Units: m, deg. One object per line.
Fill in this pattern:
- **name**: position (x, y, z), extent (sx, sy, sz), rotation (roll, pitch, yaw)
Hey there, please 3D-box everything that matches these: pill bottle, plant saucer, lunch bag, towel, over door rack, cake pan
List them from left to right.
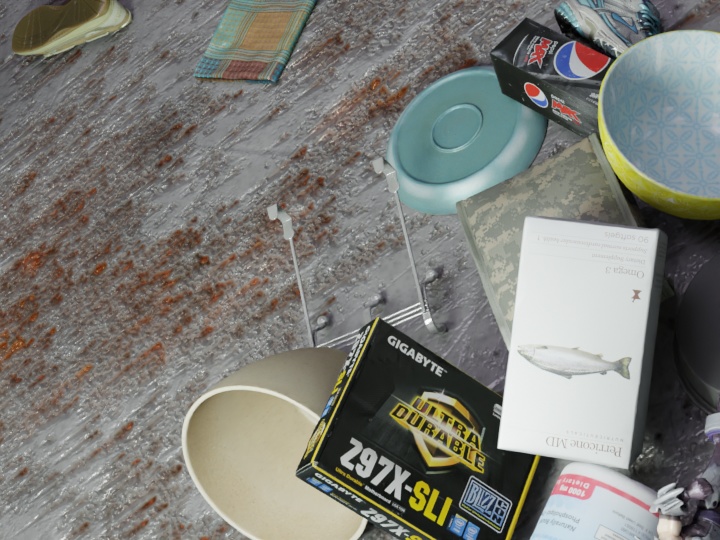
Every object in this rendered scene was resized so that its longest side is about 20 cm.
- **towel**: position (-0.128, -0.332, 1.907), extent (0.146, 0.022, 0.201), rotation (7, 64, 37)
- **over door rack**: position (0.000, 0.000, 1.545), extent (0.147, 0.067, 0.201), rotation (-23, 70, 18)
- **plant saucer**: position (0.112, -0.154, 1.620), extent (0.199, 0.027, 0.201), rotation (-17, 51, 22)
- **lunch bag**: position (0.201, -0.006, 1.394), extent (0.163, 0.118, 0.201), rotation (-27, 43, 14)
- **pill bottle**: position (0.181, 0.271, 1.216), extent (0.108, 0.109, 0.201), rotation (14, 67, 39)
- **cake pan**: position (0.371, 0.046, 1.300), extent (0.199, 0.037, 0.201), rotation (-18, 51, 23)

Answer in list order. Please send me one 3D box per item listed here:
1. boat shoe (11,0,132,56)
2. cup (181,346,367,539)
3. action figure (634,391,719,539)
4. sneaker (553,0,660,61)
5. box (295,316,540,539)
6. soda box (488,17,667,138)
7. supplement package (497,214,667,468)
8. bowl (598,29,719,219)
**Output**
- **boat shoe**: position (-0.422, -0.349, 2.096), extent (0.200, 0.063, 0.074), rotation (-17, 63, 31)
- **cup**: position (-0.054, 0.156, 1.418), extent (0.199, 0.201, 0.143), rotation (-5, 28, 30)
- **action figure**: position (0.294, 0.194, 1.191), extent (0.069, 0.130, 0.201), rotation (-9, 45, 45)
- **sneaker**: position (0.287, -0.251, 1.540), extent (0.086, 0.078, 0.200), rotation (-38, 46, 0)
- **box**: position (0.059, 0.162, 1.308), extent (0.049, 0.199, 0.160), rotation (-36, 24, 58)
- **soda box**: position (0.230, -0.189, 1.519), extent (0.063, 0.071, 0.200), rotation (-44, 52, -15)
- **supplement package**: position (0.194, 0.059, 1.255), extent (0.116, 0.117, 0.201), rotation (7, 91, 15)
- **bowl**: position (0.319, -0.120, 1.386), extent (0.199, 0.108, 0.201), rotation (0, 58, 0)
